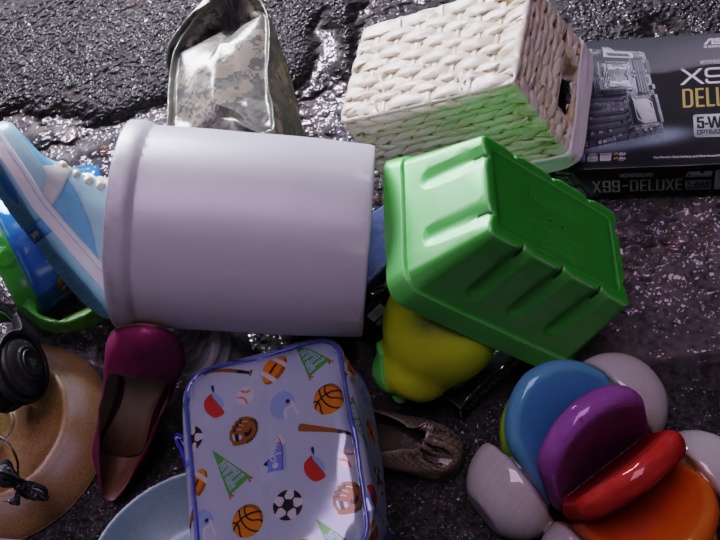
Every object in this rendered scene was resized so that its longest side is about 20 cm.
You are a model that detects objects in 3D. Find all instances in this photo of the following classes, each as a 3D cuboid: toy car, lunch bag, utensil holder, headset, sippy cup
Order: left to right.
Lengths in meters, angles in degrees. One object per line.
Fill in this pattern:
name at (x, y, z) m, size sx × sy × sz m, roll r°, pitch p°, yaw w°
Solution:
headset at (-0.324, 0.116, 0.973) m, size 0.123 × 0.094 × 0.200 m, roll -38°, pitch 44°, yaw 4°
sippy cup at (-0.295, -0.036, 1.067) m, size 0.130 × 0.178 × 0.140 m, roll -28°, pitch 14°, yaw -17°
lunch bag at (-0.115, -0.153, 1.066) m, size 0.117 × 0.164 × 0.201 m, roll -8°, pitch 57°, yaw 7°
utensil holder at (-0.091, -0.029, 0.893) m, size 0.199 × 0.170 × 0.171 m, roll 5°, pitch 59°, yaw -1°
lunch bag at (-0.066, 0.155, 0.870) m, size 0.160 × 0.076 × 0.201 m, roll -17°, pitch 55°, yaw 10°
toy car at (0.180, 0.146, 0.814) m, size 0.175 × 0.150 × 0.200 m, roll -36°, pitch 57°, yaw -9°

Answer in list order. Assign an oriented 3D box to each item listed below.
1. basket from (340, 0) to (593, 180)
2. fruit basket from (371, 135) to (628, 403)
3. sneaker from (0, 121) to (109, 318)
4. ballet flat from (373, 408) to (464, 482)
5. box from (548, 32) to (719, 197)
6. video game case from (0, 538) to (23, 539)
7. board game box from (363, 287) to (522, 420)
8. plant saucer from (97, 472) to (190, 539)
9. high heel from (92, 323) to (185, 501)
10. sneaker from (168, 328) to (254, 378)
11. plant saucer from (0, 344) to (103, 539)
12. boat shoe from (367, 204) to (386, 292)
basket at (0.096, -0.165, 1.012) m, size 0.199 × 0.123 × 0.136 m, roll -7°, pitch 56°, yaw 33°
fruit basket at (0.086, 0.012, 0.890) m, size 0.215 × 0.216 × 0.156 m, roll -7°, pitch 57°, yaw 10°
sneaker at (-0.242, -0.071, 0.991) m, size 0.130 × 0.200 × 0.079 m, roll -41°, pitch 20°, yaw -24°
ballet flat at (-0.010, 0.138, 0.929) m, size 0.199 × 0.046 × 0.068 m, roll 8°, pitch 60°, yaw 19°
box at (0.272, -0.146, 1.034) m, size 0.199 × 0.050 × 0.158 m, roll 0°, pitch 58°, yaw 14°
video game case at (-0.330, 0.312, 0.911) m, size 0.199 × 0.022 × 0.183 m, roll 1°, pitch 61°, yaw 14°
board game box at (0.112, 0.021, 0.982) m, size 0.200 × 0.028 × 0.135 m, roll -41°, pitch 59°, yaw -13°
plant saucer at (-0.128, 0.261, 0.887) m, size 0.200 × 0.039 × 0.202 m, roll -6°, pitch 58°, yaw 9°
high heel at (-0.185, 0.118, 0.905) m, size 0.067 × 0.200 × 0.097 m, roll 9°, pitch 60°, yaw -9°
sneaker at (-0.149, 0.046, 1.014) m, size 0.075 × 0.082 × 0.200 m, roll -46°, pitch 38°, yaw 12°
plant saucer at (-0.329, 0.149, 1.009) m, size 0.199 × 0.035 × 0.201 m, roll -6°, pitch 58°, yaw 10°
boat shoe at (0.000, 0.000, 1.005) m, size 0.199 × 0.069 × 0.084 m, roll -26°, pitch 69°, yaw -9°
